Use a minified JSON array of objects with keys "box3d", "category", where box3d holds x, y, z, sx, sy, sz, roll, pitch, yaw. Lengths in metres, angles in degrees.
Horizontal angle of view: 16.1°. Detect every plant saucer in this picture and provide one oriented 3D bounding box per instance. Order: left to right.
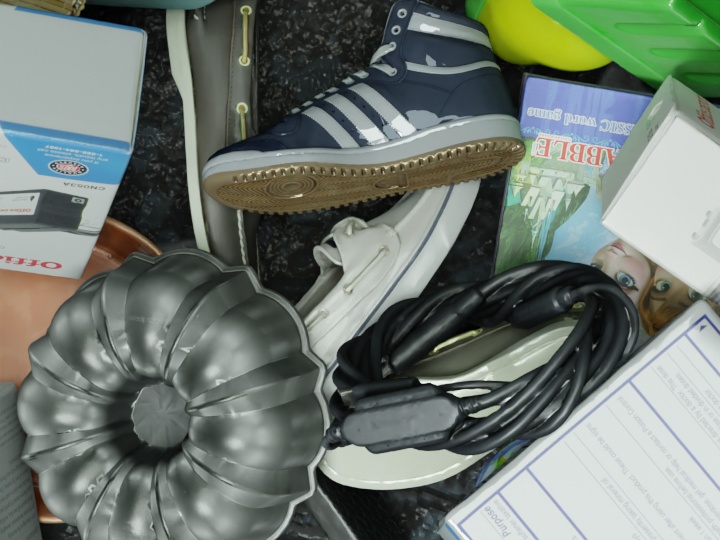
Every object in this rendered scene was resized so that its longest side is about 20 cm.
[{"box3d":[-0.196,0.060,1.623,0.199,0.032,0.202,0,87,1],"category":"plant saucer"}]

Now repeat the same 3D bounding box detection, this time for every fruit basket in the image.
[{"box3d":[0.165,-0.187,1.573,0.215,0.216,0.156,23,88,1],"category":"fruit basket"}]

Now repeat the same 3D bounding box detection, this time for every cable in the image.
[{"box3d":[0.075,0.049,1.480,0.199,0.163,0.051,-15,112,27],"category":"cable"}]

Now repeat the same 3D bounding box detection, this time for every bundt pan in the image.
[{"box3d":[-0.122,0.088,1.539,0.201,0.076,0.203,1,94,17],"category":"bundt pan"}]

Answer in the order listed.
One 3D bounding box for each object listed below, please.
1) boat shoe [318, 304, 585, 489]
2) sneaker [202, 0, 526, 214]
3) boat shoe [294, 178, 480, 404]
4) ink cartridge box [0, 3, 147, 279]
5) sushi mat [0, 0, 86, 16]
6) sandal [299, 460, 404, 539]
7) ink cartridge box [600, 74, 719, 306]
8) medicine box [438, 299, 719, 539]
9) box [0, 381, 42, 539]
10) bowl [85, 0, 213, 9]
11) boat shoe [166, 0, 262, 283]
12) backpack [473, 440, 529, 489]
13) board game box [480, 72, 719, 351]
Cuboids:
[{"box3d":[0.065,0.077,1.569,0.201,0.060,0.072,-22,106,16],"category":"boat shoe"},{"box3d":[-0.005,-0.103,1.571,0.199,0.070,0.109,-9,70,-4],"category":"sneaker"},{"box3d":[0.000,0.000,1.591,0.066,0.072,0.200,38,83,-13],"category":"boat shoe"},{"box3d":[-0.216,-0.076,1.505,0.144,0.200,0.084,8,67,-12],"category":"ink cartridge box"},{"box3d":[-0.196,-0.194,1.560,0.012,0.200,0.096,24,90,-28],"category":"sushi mat"},{"box3d":[-0.048,0.118,1.603,0.048,0.075,0.201,-35,89,25],"category":"sandal"},{"box3d":[0.243,-0.019,1.505,0.199,0.147,0.083,34,103,-2],"category":"ink cartridge box"},{"box3d":[0.175,0.151,1.460,0.200,0.103,0.182,-40,85,-4],"category":"medicine box"},{"box3d":[-0.279,0.183,1.560,0.151,0.106,0.201,-7,96,8],"category":"box"},{"box3d":[-0.111,-0.241,1.570,0.105,0.201,0.202,22,88,-28],"category":"bowl"},{"box3d":[-0.080,-0.077,1.607,0.060,0.072,0.203,-9,85,4],"category":"boat shoe"},{"box3d":[0.164,0.164,1.572,0.199,0.154,0.164,15,94,15],"category":"backpack"},{"box3d":[0.183,-0.010,1.603,0.199,0.041,0.201,9,97,1],"category":"board game box"}]
